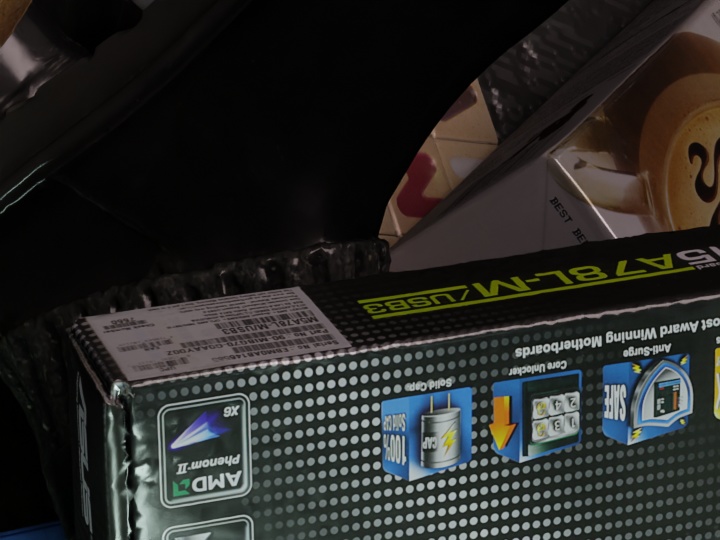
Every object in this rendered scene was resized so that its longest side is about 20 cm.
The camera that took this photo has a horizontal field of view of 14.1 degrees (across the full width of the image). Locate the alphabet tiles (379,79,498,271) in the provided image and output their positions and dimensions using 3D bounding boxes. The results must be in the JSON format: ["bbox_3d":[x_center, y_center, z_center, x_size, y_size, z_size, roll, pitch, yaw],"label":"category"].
[{"bbox_3d":[0.030,0.022,0.833,0.167,0.008,0.201,3,64,-50],"label":"alphabet tiles"}]

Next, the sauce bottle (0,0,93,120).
[{"bbox_3d":[-0.145,-0.113,0.774,0.200,0.065,0.065,52,57,-10],"label":"sauce bottle"}]

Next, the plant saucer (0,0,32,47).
[{"bbox_3d":[-0.167,-0.118,0.720,0.199,0.035,0.201,-1,95,-7],"label":"plant saucer"}]

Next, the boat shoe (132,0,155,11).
[{"bbox_3d":[0.012,-0.106,0.806,0.200,0.091,0.071,-13,76,-63],"label":"boat shoe"}]

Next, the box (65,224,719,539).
[{"bbox_3d":[0.034,0.092,0.676,0.199,0.048,0.194,-7,112,-18],"label":"box"}]

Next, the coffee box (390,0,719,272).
[{"bbox_3d":[0.108,-0.019,0.862,0.113,0.080,0.200,53,43,-5],"label":"coffee box"}]

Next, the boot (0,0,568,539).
[{"bbox_3d":[0.001,0.001,0.719,0.158,0.211,0.079,62,19,21],"label":"boot"}]

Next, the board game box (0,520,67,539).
[{"bbox_3d":[-0.048,0.137,0.765,0.199,0.045,0.153,-9,79,-33],"label":"board game box"}]
